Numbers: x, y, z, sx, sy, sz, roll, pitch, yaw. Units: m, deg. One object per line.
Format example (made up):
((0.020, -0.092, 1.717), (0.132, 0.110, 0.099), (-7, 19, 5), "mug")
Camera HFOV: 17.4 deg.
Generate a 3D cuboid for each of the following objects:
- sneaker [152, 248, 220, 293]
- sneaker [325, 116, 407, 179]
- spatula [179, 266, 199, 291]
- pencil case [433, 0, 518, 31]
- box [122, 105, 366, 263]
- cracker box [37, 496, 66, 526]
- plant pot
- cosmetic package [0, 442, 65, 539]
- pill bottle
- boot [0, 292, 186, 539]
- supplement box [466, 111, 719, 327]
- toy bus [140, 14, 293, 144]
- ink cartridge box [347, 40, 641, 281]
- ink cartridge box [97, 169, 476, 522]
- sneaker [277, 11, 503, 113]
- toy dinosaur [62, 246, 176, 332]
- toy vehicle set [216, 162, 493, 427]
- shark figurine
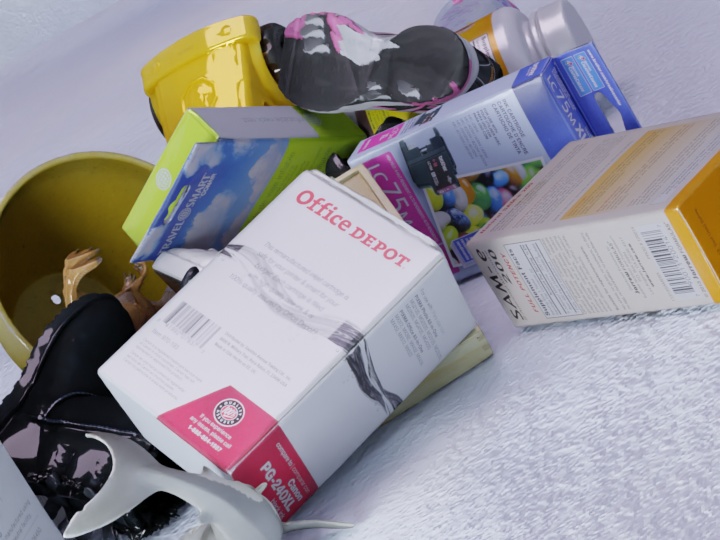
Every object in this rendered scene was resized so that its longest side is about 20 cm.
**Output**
((-0.064, 0.008, 1.748), (0.200, 0.073, 0.085), (19, 68, 37), "sneaker")
((0.055, -0.089, 1.827), (0.200, 0.088, 0.074), (-25, -12, 17), "sneaker")
((-0.133, 0.033, 1.739), (0.200, 0.021, 0.057), (124, 166, -69), "spatula")
((0.095, -0.179, 2.060), (0.091, 0.083, 0.200), (-35, 15, 21), "pencil case")
((-0.096, -0.068, 1.835), (0.200, 0.048, 0.122), (-5, -47, -50), "box")
((-0.278, 0.176, 1.756), (0.134, 0.058, 0.200), (-17, 23, 41), "cracker box")
((-0.220, 0.023, 1.908), (0.200, 0.200, 0.142), (-42, -2, -31), "plant pot")
((-0.319, 0.213, 1.536), (0.200, 0.166, 0.167), (-24, 18, 21), "cosmetic package")
((0.094, -0.141, 1.907), (0.200, 0.109, 0.109), (-26, 18, 18), "pill bottle")
((-0.173, 0.102, 1.660), (0.162, 0.073, 0.198), (6, 46, 36), "boot")
((0.182, -0.034, 1.508), (0.126, 0.074, 0.200), (-43, 20, -32), "supplement box")
((-0.083, -0.094, 2.047), (0.136, 0.200, 0.192), (-26, 53, 22), "toy bus")
((0.104, -0.072, 1.674), (0.200, 0.119, 0.042), (-23, 17, 25), "ink cartridge box")
((-0.045, 0.049, 1.525), (0.200, 0.083, 0.145), (-44, 48, -14), "ink cartridge box")
((0.024, -0.150, 1.837), (0.200, 0.080, 0.086), (14, 0, 40), "sneaker")
((-0.202, 0.044, 1.774), (0.200, 0.106, 0.060), (-30, 19, -34), "toy dinosaur")
((-0.007, 0.021, 1.609), (0.124, 0.027, 0.200), (-32, 45, -2), "toy vehicle set")
((-0.084, 0.164, 1.379), (0.128, 0.214, 0.090), (4, 71, 16), "shark figurine")
